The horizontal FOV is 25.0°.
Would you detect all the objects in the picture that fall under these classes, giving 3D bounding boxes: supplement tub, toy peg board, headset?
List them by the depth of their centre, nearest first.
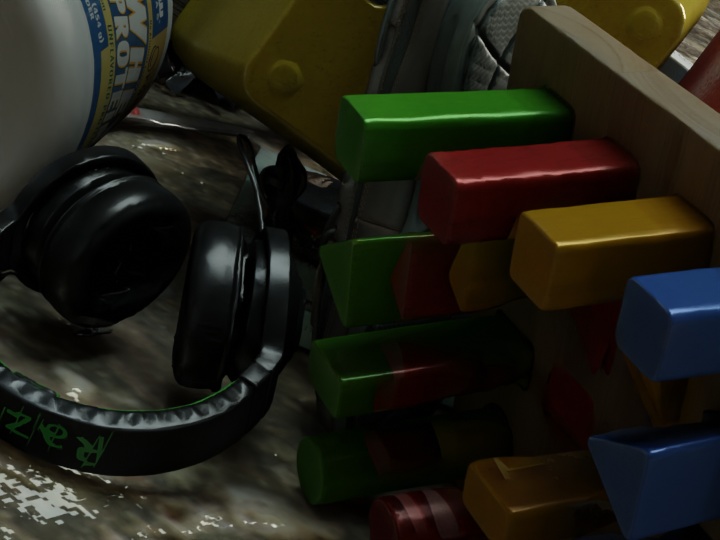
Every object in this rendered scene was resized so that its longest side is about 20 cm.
[{"bbox_3d":[0.057,0.044,0.530,0.097,0.202,0.199,-6,31,-23],"label":"toy peg board"},{"bbox_3d":[-0.074,0.011,0.623,0.123,0.095,0.200,26,41,13],"label":"headset"},{"bbox_3d":[-0.164,-0.110,0.711,0.144,0.146,0.200,23,21,-1],"label":"supplement tub"}]

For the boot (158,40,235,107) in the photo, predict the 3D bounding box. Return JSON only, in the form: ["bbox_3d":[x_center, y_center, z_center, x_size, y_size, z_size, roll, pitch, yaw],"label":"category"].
[{"bbox_3d":[-0.138,-0.184,1.048,0.161,0.074,0.199,16,28,-15],"label":"boot"}]

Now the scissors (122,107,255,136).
[{"bbox_3d":[-0.140,-0.091,0.891,0.073,0.014,0.199,32,22,27],"label":"scissors"}]

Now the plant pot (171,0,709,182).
[{"bbox_3d":[0.039,-0.111,0.724,0.199,0.201,0.177,36,12,-9],"label":"plant pot"}]

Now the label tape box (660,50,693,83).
[{"bbox_3d":[0.110,-0.069,0.864,0.199,0.144,0.066,38,15,2],"label":"label tape box"}]

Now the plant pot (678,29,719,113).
[{"bbox_3d":[0.173,0.005,0.698,0.200,0.196,0.201,27,19,-10],"label":"plant pot"}]

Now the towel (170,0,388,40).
[{"bbox_3d":[-0.004,-0.141,0.920,0.191,0.035,0.199,-12,-29,41],"label":"towel"}]

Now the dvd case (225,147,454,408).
[{"bbox_3d":[0.000,0.000,0.807,0.145,0.022,0.200,23,21,-4],"label":"dvd case"}]

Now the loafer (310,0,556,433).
[{"bbox_3d":[0.020,-0.027,0.634,0.071,0.202,0.063,0,24,-44],"label":"loafer"}]
